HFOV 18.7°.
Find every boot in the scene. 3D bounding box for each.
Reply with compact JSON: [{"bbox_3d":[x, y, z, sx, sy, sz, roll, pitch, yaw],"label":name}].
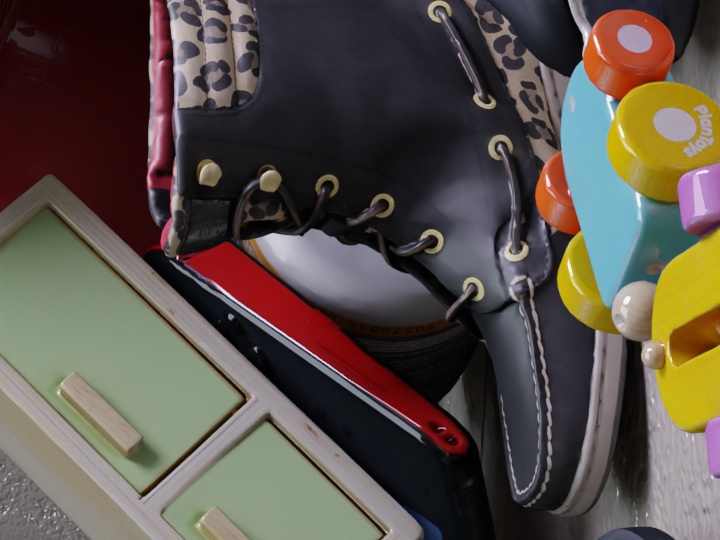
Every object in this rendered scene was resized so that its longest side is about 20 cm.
[{"bbox_3d":[0.007,-0.016,0.730,0.073,0.149,0.202,134,134,-69],"label":"boot"}]

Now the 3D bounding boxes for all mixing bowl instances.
[{"bbox_3d":[-0.095,-0.051,0.982,0.200,0.107,0.202,17,-90,-81],"label":"mixing bowl"}]

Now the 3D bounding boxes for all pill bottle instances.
[{"bbox_3d":[0.000,0.000,0.905,0.200,0.115,0.117,109,157,-66],"label":"pill bottle"}]

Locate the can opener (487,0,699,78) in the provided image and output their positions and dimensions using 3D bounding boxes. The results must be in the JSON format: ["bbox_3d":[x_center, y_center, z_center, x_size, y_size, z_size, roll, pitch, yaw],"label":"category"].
[{"bbox_3d":[0.070,-0.155,0.649,0.063,0.078,0.202,7,-98,-60],"label":"can opener"}]

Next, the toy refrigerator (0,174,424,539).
[{"bbox_3d":[-0.075,0.063,0.812,0.200,0.076,0.070,43,156,14],"label":"toy refrigerator"}]

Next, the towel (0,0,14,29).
[{"bbox_3d":[-0.139,-0.154,0.942,0.144,0.023,0.202,71,-147,-77],"label":"towel"}]

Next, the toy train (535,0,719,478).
[{"bbox_3d":[0.094,-0.037,0.509,0.200,0.055,0.152,-131,41,-71],"label":"toy train"}]

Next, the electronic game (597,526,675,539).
[{"bbox_3d":[0.086,0.176,0.632,0.200,0.041,0.202,178,90,-82],"label":"electronic game"}]

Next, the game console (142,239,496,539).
[{"bbox_3d":[-0.009,0.085,0.853,0.177,0.031,0.201,38,156,36],"label":"game console"}]
